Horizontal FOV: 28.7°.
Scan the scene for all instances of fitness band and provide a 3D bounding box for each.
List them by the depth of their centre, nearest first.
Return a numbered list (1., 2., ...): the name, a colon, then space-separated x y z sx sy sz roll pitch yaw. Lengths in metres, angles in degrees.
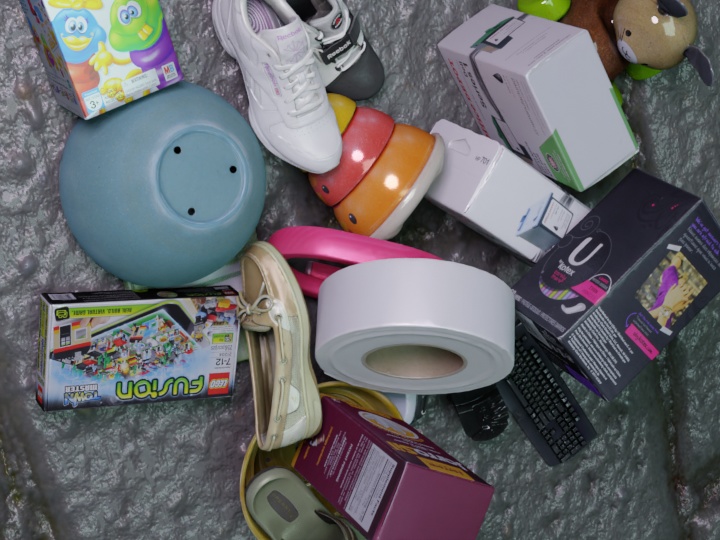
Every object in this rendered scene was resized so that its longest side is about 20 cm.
1. fitness band: 0.000 0.000 1.426 0.198 0.144 0.038 12 71 -4

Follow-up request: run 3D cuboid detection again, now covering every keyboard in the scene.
1. keyboard: 0.230 0.133 1.669 0.127 0.021 0.201 -42 120 -10

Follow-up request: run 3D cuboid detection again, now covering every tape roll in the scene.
1. tape roll: 0.053 0.059 1.391 0.201 0.202 0.072 16 64 -30

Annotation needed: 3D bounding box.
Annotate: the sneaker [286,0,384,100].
1. sneaker: -0.037 -0.235 1.386 0.200 0.088 0.074 42 82 -31

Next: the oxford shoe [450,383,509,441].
1. oxford shoe: 0.111 0.092 1.558 0.072 0.085 0.202 -15 127 -5

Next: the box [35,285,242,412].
1. box: -0.216 0.075 1.383 0.198 0.035 0.111 -3 108 -29

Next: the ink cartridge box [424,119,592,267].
1. ink cartridge box: 0.165 -0.066 1.503 0.199 0.146 0.086 29 93 -30

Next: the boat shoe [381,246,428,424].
1. boat shoe: 0.055 0.073 1.538 0.066 0.069 0.203 -6 99 -53

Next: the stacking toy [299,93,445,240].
1. stacking toy: -0.026 -0.129 1.421 0.199 0.146 0.147 37 86 -11

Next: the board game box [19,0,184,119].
1. board game box: -0.248 -0.254 1.260 0.102 0.105 0.202 -25 116 -19

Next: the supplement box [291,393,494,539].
1. supplement box: 0.028 0.203 1.382 0.110 0.200 0.086 20 95 -30

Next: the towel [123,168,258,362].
1. towel: -0.164 0.012 1.424 0.148 0.031 0.202 -20 113 -20

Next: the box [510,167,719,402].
1. box: 0.265 0.012 1.421 0.200 0.122 0.106 -44 120 -5

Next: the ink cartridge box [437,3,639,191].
1. ink cartridge box: 0.179 -0.182 1.449 0.084 0.200 0.147 -36 117 -10

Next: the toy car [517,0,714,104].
1. toy car: 0.292 -0.247 1.485 0.158 0.200 0.165 -41 118 -11

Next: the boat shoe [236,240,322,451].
1. boat shoe: -0.090 0.074 1.381 0.063 0.073 0.203 -16 103 -32

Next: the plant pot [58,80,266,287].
1. plant pot: -0.169 -0.084 1.308 0.198 0.134 0.203 0 91 -24

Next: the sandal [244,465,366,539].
1. sandal: -0.044 0.281 1.451 0.080 0.057 0.201 -50 120 -6

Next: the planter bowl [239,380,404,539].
1. planter bowl: -0.052 0.202 1.506 0.198 0.083 0.203 -8 107 -26

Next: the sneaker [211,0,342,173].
1. sneaker: -0.074 -0.182 1.316 0.075 0.099 0.201 -32 99 -20
